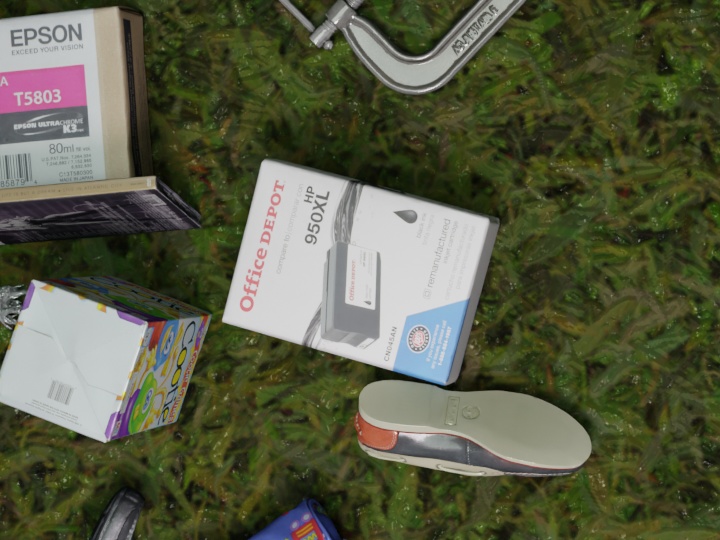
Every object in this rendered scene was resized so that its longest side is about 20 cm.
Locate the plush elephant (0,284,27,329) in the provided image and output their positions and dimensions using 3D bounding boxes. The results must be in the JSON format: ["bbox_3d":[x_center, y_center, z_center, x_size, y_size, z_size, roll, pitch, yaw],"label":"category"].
[{"bbox_3d":[-0.399,0.028,1.755,0.199,0.155,0.165,1,91,10],"label":"plush elephant"}]

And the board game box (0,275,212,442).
[{"bbox_3d":[-0.208,0.069,1.701,0.105,0.200,0.103,20,94,9],"label":"board game box"}]

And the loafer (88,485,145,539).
[{"bbox_3d":[-0.214,0.285,1.777,0.070,0.068,0.201,17,98,-1],"label":"loafer"}]

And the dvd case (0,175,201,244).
[{"bbox_3d":[-0.248,-0.049,1.733,0.199,0.149,0.016,-5,78,9],"label":"dvd case"}]

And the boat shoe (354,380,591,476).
[{"bbox_3d":[0.093,0.141,1.724,0.199,0.071,0.063,9,135,7],"label":"boat shoe"}]

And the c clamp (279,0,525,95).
[{"bbox_3d":[0.042,-0.244,1.742,0.200,0.027,0.171,-40,84,8],"label":"c clamp"}]

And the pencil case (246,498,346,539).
[{"bbox_3d":[-0.093,0.278,1.737,0.200,0.078,0.087,-35,78,1],"label":"pencil case"}]

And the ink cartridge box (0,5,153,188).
[{"bbox_3d":[-0.285,-0.135,1.776,0.199,0.075,0.166,-5,91,10],"label":"ink cartridge box"}]

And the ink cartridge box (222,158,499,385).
[{"bbox_3d":[0.000,0.000,1.724,0.199,0.084,0.145,15,93,9],"label":"ink cartridge box"}]
